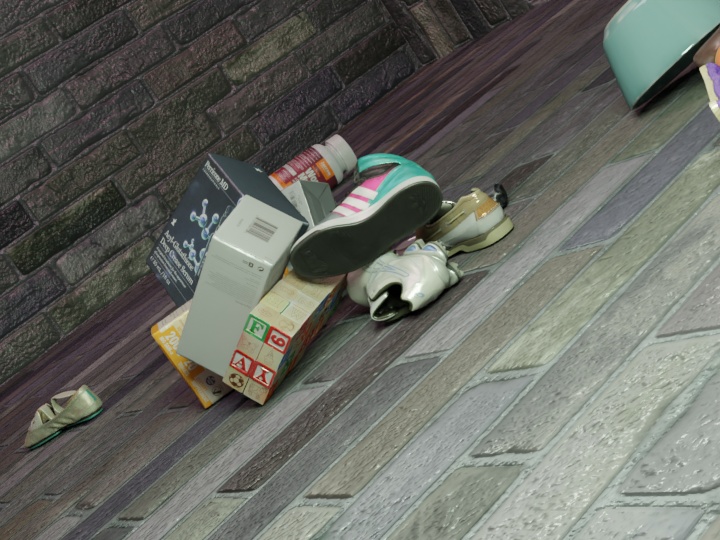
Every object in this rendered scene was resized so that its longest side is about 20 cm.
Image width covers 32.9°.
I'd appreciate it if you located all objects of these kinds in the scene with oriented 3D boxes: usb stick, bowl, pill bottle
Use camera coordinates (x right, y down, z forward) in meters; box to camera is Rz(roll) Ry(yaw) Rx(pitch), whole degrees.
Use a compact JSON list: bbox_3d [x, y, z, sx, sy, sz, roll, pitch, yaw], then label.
[{"bbox_3d":[0.111,-0.057,1.656,0.200,0.033,0.055,-31,12,19],"label":"usb stick"},{"bbox_3d":[0.396,-0.316,1.596,0.201,0.105,0.201,-40,-8,-7],"label":"bowl"},{"bbox_3d":[-0.110,-0.224,2.833,0.200,0.110,0.110,-36,11,-10],"label":"pill bottle"}]

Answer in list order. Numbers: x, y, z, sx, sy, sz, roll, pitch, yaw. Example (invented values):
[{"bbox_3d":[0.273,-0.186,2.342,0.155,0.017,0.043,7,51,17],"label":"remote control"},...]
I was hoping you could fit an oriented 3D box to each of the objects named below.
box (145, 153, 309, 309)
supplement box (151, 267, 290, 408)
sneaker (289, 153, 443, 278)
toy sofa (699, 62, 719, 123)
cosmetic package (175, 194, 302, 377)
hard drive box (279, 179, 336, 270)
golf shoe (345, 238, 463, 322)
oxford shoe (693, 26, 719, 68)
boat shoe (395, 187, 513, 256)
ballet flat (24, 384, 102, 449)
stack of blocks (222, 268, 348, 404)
[{"bbox_3d":[-0.193,-0.039,1.744,0.107,0.148,0.200,13,-62,-46],"label":"box"},{"bbox_3d":[-0.166,0.075,1.649,0.200,0.126,0.074,-36,10,-6],"label":"supplement box"},{"bbox_3d":[-0.001,-0.076,1.487,0.200,0.084,0.121,-28,31,8],"label":"sneaker"},{"bbox_3d":[0.374,-0.150,1.114,0.083,0.098,0.200,-30,10,21],"label":"toy sofa"},{"bbox_3d":[-0.150,0.023,1.502,0.200,0.085,0.108,-65,-3,37],"label":"cosmetic package"},{"bbox_3d":[-0.119,-0.022,1.817,0.200,0.156,0.077,-26,-15,31],"label":"hard drive box"},{"bbox_3d":[0.028,0.021,1.461,0.097,0.078,0.200,-47,15,-30],"label":"golf shoe"},{"bbox_3d":[0.490,-0.309,1.493,0.200,0.071,0.073,-37,29,-15],"label":"oxford shoe"},{"bbox_3d":[0.109,-0.055,1.558,0.200,0.068,0.075,-21,16,50],"label":"boat shoe"},{"bbox_3d":[-0.525,0.249,2.120,0.200,0.062,0.067,-28,12,29],"label":"ballet flat"},{"bbox_3d":[-0.086,0.062,1.512,0.200,0.059,0.115,-50,-13,-54],"label":"stack of blocks"}]
